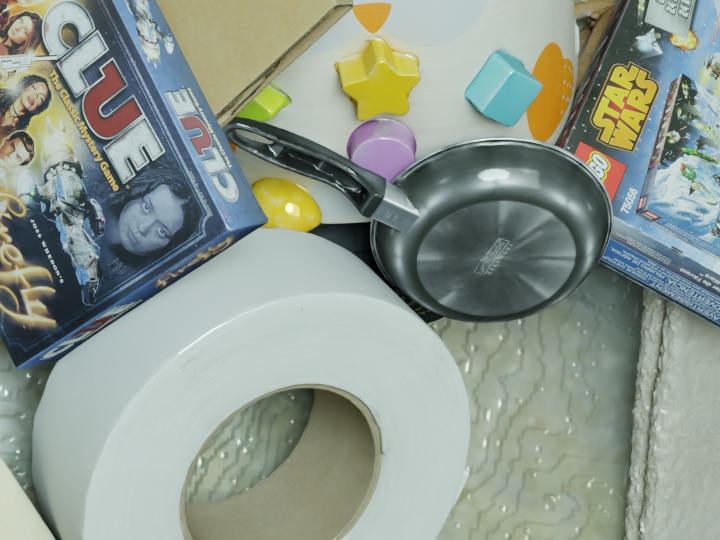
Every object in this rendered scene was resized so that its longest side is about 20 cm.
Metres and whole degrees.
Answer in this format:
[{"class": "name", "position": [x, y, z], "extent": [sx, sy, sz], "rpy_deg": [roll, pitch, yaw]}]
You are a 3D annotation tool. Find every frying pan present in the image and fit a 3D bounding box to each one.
[{"class": "frying pan", "position": [0.038, -0.035, 1.255], "extent": [0.190, 0.115, 0.031], "rpy_deg": [39, 30, -35]}]

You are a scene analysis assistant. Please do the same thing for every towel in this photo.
[{"class": "towel", "position": [0.198, 0.057, 1.424], "extent": [0.132, 0.034, 0.201], "rpy_deg": [-10, 115, -30]}]

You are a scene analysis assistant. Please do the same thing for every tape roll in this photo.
[{"class": "tape roll", "position": [-0.050, 0.084, 1.284], "extent": [0.202, 0.071, 0.203], "rpy_deg": [-14, 123, -23]}]

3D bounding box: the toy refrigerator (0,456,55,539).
[{"class": "toy refrigerator", "position": [-0.199, 0.118, 1.264], "extent": [0.076, 0.070, 0.200], "rpy_deg": [-38, 105, -24]}]

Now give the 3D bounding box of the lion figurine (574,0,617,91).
[{"class": "lion figurine", "position": [0.157, -0.081, 1.429], "extent": [0.122, 0.072, 0.200], "rpy_deg": [-40, 102, -23]}]

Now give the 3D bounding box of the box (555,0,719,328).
[{"class": "box", "position": [0.176, -0.072, 1.367], "extent": [0.137, 0.040, 0.200], "rpy_deg": [29, 53, -3]}]

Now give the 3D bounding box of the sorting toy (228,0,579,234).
[{"class": "sorting toy", "position": [0.005, -0.113, 1.258], "extent": [0.199, 0.180, 0.107], "rpy_deg": [-4, 49, 1]}]

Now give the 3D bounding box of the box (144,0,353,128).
[{"class": "box", "position": [-0.109, -0.150, 1.216], "extent": [0.021, 0.163, 0.200], "rpy_deg": [-14, 68, -56]}]

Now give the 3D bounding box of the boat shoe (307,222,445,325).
[{"class": "boat shoe", "position": [-0.001, -0.002, 1.356], "extent": [0.199, 0.066, 0.075], "rpy_deg": [-3, 89, -24]}]

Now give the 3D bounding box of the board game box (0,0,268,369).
[{"class": "board game box", "position": [-0.141, -0.076, 1.212], "extent": [0.035, 0.135, 0.200], "rpy_deg": [-13, 74, -59]}]
